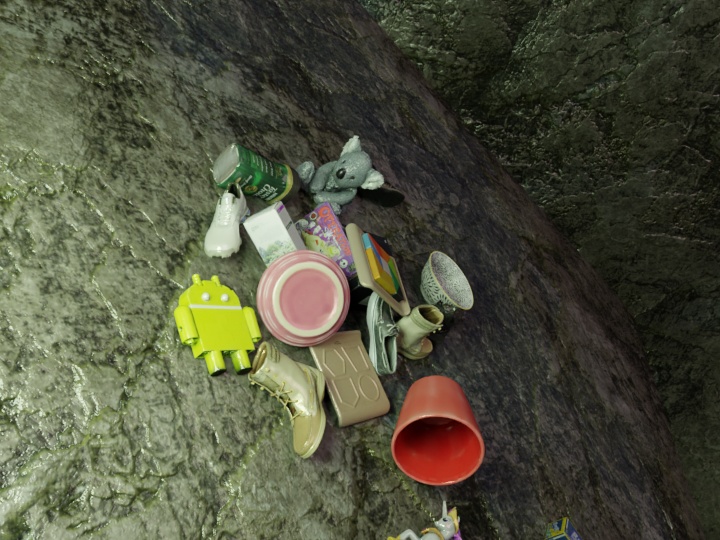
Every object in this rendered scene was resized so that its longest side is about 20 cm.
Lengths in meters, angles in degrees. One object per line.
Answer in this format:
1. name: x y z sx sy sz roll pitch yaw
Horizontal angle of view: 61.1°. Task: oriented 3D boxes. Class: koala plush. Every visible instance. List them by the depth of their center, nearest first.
1. koala plush: -0.044 -0.255 1.655 0.178 0.200 0.183 57 30 8

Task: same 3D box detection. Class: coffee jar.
1. coffee jar: -0.239 -0.220 1.439 0.199 0.104 0.086 16 49 -46

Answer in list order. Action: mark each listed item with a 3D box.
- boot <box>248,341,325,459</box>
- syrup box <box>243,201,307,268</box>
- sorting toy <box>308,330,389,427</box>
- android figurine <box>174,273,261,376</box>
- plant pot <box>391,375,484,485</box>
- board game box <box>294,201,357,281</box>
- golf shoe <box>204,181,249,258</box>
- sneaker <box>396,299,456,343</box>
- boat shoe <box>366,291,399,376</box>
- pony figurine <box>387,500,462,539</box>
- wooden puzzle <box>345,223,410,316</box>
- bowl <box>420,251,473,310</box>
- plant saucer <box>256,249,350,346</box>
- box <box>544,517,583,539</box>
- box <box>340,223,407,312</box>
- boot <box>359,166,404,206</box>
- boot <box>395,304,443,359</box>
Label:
1. boot: -0.139 0.238 1.141 0.155 0.073 0.201 37 32 -28
2. syrup box: -0.165 -0.040 1.322 0.201 0.078 0.082 63 12 -14
3. sorting toy: -0.027 0.235 1.349 0.184 0.036 0.202 2 62 -54
4. android figurine: -0.267 0.098 1.141 0.181 0.041 0.202 9 54 -51
5. plant pot: 0.171 0.344 1.372 0.200 0.200 0.178 44 22 -16
6. board game box: -0.083 -0.052 1.458 0.201 0.119 0.032 62 7 23
7. golf shoe: -0.281 -0.107 1.258 0.077 0.098 0.201 0 37 0
8. sneaker: 0.185 0.119 1.669 0.199 0.115 0.076 28 10 -37
9. boat shoe: 0.062 0.147 1.443 0.072 0.070 0.202 1 86 -51
10. pony figurine: 0.158 0.564 1.177 0.199 0.167 0.194 -8 57 -40
11. wooden puzzle: 0.048 -0.004 1.448 0.200 0.037 0.186 36 31 -48
12. bowl: 0.243 0.051 1.852 0.200 0.094 0.202 36 34 -29
13. plant saucer: -0.112 0.058 1.261 0.201 0.201 0.051 45 -13 -15
14. box: 0.576 0.764 1.620 0.201 0.064 0.070 54 30 1
15. box: 0.000 0.000 1.551 0.199 0.104 0.184 15 49 -47
16. boot: 0.052 -0.294 1.959 0.203 0.073 0.155 12 47 -49
17. boot: 0.157 0.157 1.561 0.199 0.154 0.073 22 42 -42
